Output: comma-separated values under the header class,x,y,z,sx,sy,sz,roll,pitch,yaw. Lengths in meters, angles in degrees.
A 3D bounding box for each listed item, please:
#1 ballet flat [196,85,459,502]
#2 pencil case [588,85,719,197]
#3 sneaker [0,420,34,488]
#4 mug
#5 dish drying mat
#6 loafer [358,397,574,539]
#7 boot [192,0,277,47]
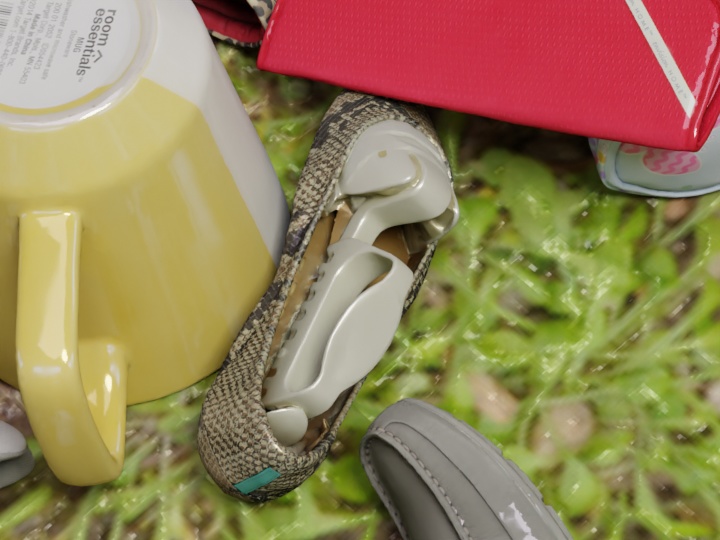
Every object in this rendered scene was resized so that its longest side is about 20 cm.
class,x,y,z,sx,sy,sz,roll,pitch,yaw
ballet flat,0.000,0.000,0.877,0.068,0.075,0.200,34,62,-20
pencil case,0.119,-0.128,0.937,0.091,0.083,0.200,-20,59,13
sneaker,-0.177,0.128,0.823,0.087,0.075,0.200,7,61,4
mug,-0.098,-0.034,0.863,0.149,0.153,0.187,-30,62,-13
dish drying mat,0.055,-0.097,0.890,0.200,0.018,0.077,14,74,29
loafer,0.053,0.132,0.798,0.070,0.070,0.200,-26,61,-20
boot,-0.065,-0.195,1.005,0.200,0.073,0.151,33,68,16
